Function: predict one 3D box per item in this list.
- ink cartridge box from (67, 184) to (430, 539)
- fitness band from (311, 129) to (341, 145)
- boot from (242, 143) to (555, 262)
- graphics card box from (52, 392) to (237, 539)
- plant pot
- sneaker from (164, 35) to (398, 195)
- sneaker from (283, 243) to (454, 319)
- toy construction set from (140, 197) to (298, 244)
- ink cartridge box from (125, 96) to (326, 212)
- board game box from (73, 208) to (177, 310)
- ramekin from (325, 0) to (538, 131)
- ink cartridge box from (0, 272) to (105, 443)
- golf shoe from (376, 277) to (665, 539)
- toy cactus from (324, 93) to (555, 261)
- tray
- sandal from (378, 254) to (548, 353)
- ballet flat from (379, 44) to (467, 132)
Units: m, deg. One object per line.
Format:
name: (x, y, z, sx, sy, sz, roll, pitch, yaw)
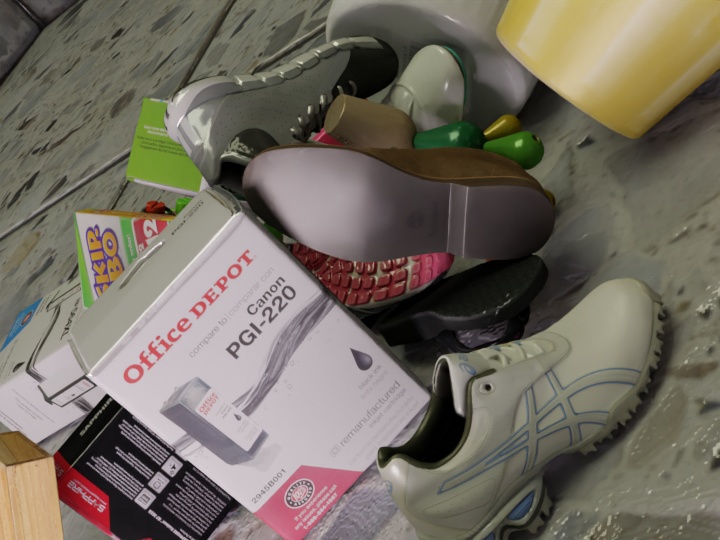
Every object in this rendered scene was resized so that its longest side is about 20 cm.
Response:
ink cartridge box: (-0.072, 0.064, 0.838, 0.146, 0.200, 0.085, -47, 25, -3)
fitness band: (-0.036, -0.176, 1.351, 0.143, 0.037, 0.201, -11, 43, 51)
boot: (0.023, -0.052, 0.816, 0.076, 0.199, 0.074, -93, 11, -61)
graphics card box: (-0.126, 0.115, 0.936, 0.200, 0.125, 0.051, -51, 25, -10)
plant pot: (0.199, -0.203, 0.860, 0.189, 0.200, 0.201, -55, 21, 19)
sneaker: (-0.041, -0.105, 0.962, 0.199, 0.075, 0.116, -20, 60, -20)
sneaker: (0.000, 0.000, 0.961, 0.199, 0.074, 0.081, -13, 67, 49)
toy construction set: (-0.132, -0.020, 1.166, 0.130, 0.093, 0.200, -5, 11, -24)
ink cartridge box: (-0.076, -0.086, 1.062, 0.199, 0.147, 0.076, 12, 90, 38)
board game box: (-0.209, -0.004, 1.130, 0.030, 0.096, 0.200, -10, 11, -36)
ramekin: (0.068, -0.203, 1.045, 0.200, 0.200, 0.098, -10, 50, 52)
ink cartridge box: (-0.288, 0.072, 1.305, 0.200, 0.084, 0.146, -31, 29, 29)
golf shoe: (0.092, 0.067, 0.703, 0.200, 0.097, 0.078, -50, 23, -14)
toy cactus: (0.046, -0.076, 0.931, 0.200, 0.164, 0.103, 9, 77, 66)
tray: (-0.233, 0.222, 0.884, 0.037, 0.201, 0.098, -8, 8, -28)
sandal: (0.077, 0.030, 0.846, 0.075, 0.048, 0.200, -38, 7, -19)
ballet flat: (0.034, -0.115, 1.039, 0.070, 0.069, 0.200, -56, 0, -23)
